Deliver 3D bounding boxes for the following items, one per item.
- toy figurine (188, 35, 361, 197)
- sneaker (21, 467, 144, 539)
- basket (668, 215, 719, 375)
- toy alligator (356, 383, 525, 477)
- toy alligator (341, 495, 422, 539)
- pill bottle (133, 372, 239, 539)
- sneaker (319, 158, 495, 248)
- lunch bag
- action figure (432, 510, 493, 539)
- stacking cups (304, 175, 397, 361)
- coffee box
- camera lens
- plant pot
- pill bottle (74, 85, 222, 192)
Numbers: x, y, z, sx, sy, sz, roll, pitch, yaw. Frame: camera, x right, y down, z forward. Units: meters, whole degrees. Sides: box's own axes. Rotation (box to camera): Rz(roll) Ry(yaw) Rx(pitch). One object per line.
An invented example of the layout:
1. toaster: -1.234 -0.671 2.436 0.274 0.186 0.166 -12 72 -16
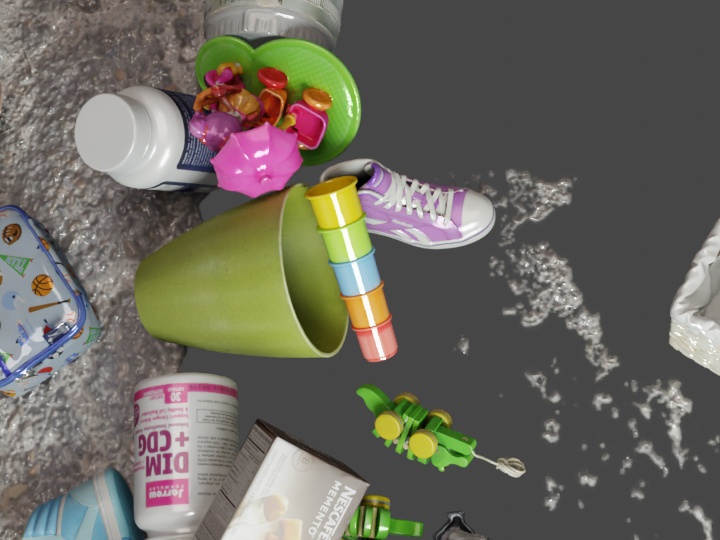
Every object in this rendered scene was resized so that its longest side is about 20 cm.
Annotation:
1. toy figurine: -0.116 -0.157 1.370 0.199 0.184 0.151 27 122 2
2. sneaker: -0.292 0.319 1.367 0.130 0.080 0.201 -22 51 2
3. basket: 0.439 0.027 1.327 0.199 0.161 0.199 29 78 14
4. toy alligator: 0.078 0.187 1.384 0.199 0.059 0.055 27 120 14
5. toy alligator: -0.035 0.262 1.363 0.198 0.054 0.060 4 72 9
6. pill bottle: -0.184 0.218 1.373 0.112 0.113 0.202 -5 72 6
7. sneaker: 0.050 -0.077 1.437 0.199 0.114 0.073 4 71 7
8. lunch bag: -0.400 0.040 1.482 0.160 0.076 0.201 -34 70 -2
9. action figure: 0.102 0.346 1.295 0.192 0.105 0.201 -22 75 -15
10. stacking cups: 0.000 0.000 1.400 0.060 0.061 0.201 -20 107 1
11. coffee box: -0.094 0.266 1.280 0.114 0.080 0.201 30 86 -20
12. camera lens: -0.097 -0.334 1.513 0.159 0.160 0.202 4 73 9
13. plant pot: -0.137 0.016 1.414 0.199 0.187 0.189 -10 71 20
14. pill bottle: -0.222 -0.145 1.437 0.110 0.200 0.112 0 91 26
